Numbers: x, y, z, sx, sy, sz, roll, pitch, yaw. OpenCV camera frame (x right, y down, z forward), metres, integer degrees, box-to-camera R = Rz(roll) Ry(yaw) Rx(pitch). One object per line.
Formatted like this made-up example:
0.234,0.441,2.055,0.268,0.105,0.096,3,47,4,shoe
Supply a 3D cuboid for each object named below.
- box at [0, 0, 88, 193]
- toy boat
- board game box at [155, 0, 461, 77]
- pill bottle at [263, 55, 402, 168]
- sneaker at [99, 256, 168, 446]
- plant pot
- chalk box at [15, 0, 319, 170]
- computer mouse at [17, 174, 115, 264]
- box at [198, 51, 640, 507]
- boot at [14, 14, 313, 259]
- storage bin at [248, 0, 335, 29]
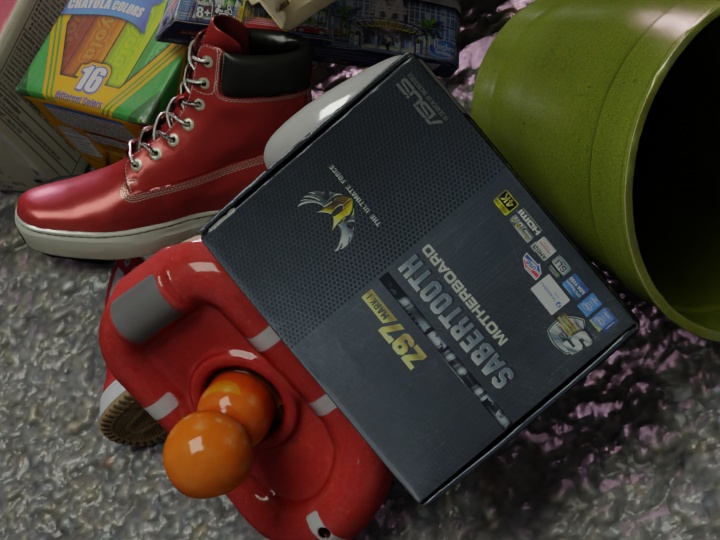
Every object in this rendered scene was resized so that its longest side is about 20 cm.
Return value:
-0.234,-0.169,1.852,0.109,0.128,0.201,8,64,37,box
-0.072,0.086,1.527,0.130,0.200,0.131,-35,14,36,toy boat
-0.023,-0.237,1.690,0.062,0.199,0.201,154,120,-71,board game box
0.037,-0.017,1.540,0.112,0.112,0.200,-33,87,10,pill bottle
-0.096,0.017,1.656,0.200,0.071,0.113,-36,43,33,sneaker
0.169,-0.080,1.513,0.201,0.200,0.193,-54,36,-10,plant pot
-0.111,-0.160,1.770,0.125,0.124,0.201,14,69,37,chalk box
-0.145,-0.026,1.771,0.199,0.034,0.059,10,74,29,computer mouse
0.033,0.005,1.459,0.158,0.051,0.200,-39,86,7,box
-0.123,-0.087,1.634,0.199,0.145,0.073,-10,35,-4,boot
-0.024,-0.283,1.608,0.200,0.094,0.199,-34,83,-13,storage bin
